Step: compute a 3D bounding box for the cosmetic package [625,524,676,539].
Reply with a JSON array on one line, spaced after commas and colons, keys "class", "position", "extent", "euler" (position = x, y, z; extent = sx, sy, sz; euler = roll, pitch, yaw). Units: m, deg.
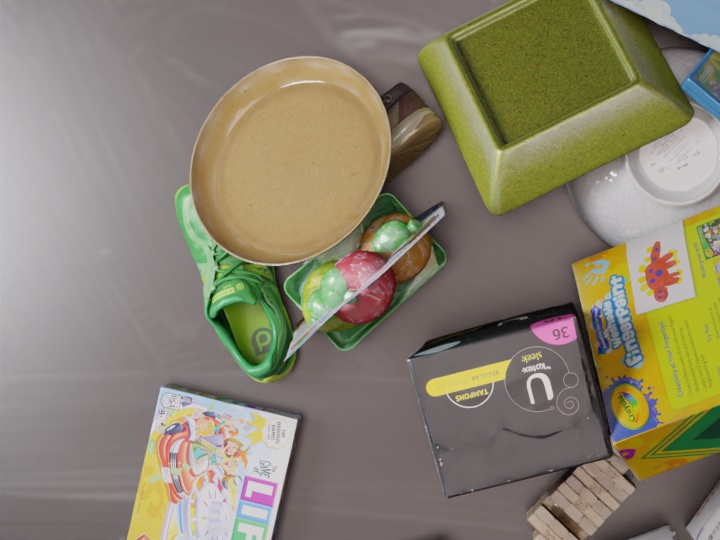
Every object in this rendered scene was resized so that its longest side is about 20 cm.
[{"class": "cosmetic package", "position": [0.279, 0.342, 1.731], "extent": [0.085, 0.108, 0.200], "euler": [-21, 88, 7]}]

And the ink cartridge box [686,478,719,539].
[{"class": "ink cartridge box", "position": [0.391, 0.220, 1.670], "extent": [0.145, 0.200, 0.147], "euler": [34, 94, 2]}]

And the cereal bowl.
[{"class": "cereal bowl", "position": [0.282, -0.103, 1.731], "extent": [0.200, 0.083, 0.201], "euler": [0, 93, 5]}]

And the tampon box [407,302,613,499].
[{"class": "tampon box", "position": [0.133, 0.110, 1.692], "extent": [0.150, 0.200, 0.127], "euler": [-15, 90, 5]}]

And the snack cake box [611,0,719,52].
[{"class": "snack cake box", "position": [0.289, -0.272, 1.703], "extent": [0.200, 0.067, 0.115], "euler": [26, 50, 4]}]

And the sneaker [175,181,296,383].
[{"class": "sneaker", "position": [-0.112, 0.008, 1.771], "extent": [0.074, 0.084, 0.200], "euler": [-24, 88, 6]}]

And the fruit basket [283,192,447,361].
[{"class": "fruit basket", "position": [0.000, 0.000, 1.702], "extent": [0.185, 0.200, 0.094], "euler": [-42, 88, 6]}]

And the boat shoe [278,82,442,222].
[{"class": "boat shoe", "position": [-0.018, -0.095, 1.771], "extent": [0.200, 0.072, 0.065], "euler": [-38, 68, 11]}]

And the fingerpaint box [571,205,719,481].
[{"class": "fingerpaint box", "position": [0.285, 0.058, 1.652], "extent": [0.167, 0.073, 0.200], "euler": [-23, 48, 16]}]

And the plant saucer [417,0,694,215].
[{"class": "plant saucer", "position": [0.165, -0.176, 1.711], "extent": [0.199, 0.048, 0.200], "euler": [-26, 60, 6]}]

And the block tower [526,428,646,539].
[{"class": "block tower", "position": [0.232, 0.179, 1.757], "extent": [0.054, 0.058, 0.200], "euler": [43, 94, 2]}]

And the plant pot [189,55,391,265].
[{"class": "plant pot", "position": [-0.060, -0.096, 1.734], "extent": [0.200, 0.027, 0.200], "euler": [-8, 68, 22]}]

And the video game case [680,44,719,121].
[{"class": "video game case", "position": [0.392, -0.139, 1.705], "extent": [0.200, 0.018, 0.143], "euler": [40, 50, 3]}]

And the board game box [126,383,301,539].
[{"class": "board game box", "position": [-0.142, 0.219, 1.805], "extent": [0.134, 0.034, 0.200], "euler": [13, 93, 5]}]
